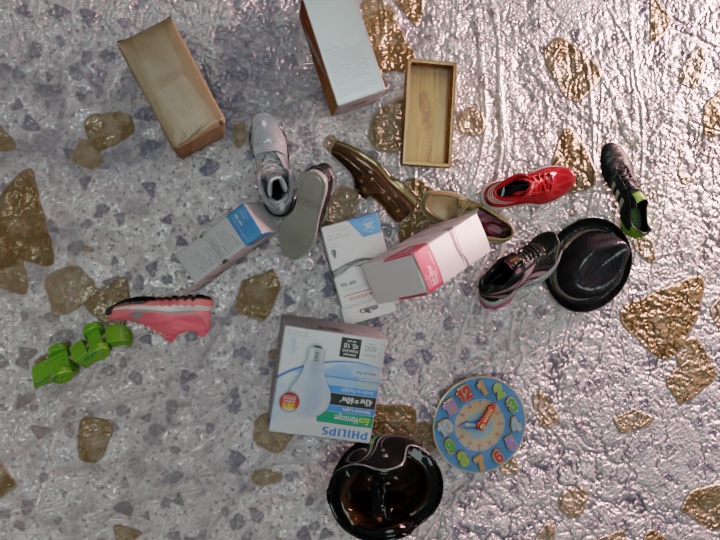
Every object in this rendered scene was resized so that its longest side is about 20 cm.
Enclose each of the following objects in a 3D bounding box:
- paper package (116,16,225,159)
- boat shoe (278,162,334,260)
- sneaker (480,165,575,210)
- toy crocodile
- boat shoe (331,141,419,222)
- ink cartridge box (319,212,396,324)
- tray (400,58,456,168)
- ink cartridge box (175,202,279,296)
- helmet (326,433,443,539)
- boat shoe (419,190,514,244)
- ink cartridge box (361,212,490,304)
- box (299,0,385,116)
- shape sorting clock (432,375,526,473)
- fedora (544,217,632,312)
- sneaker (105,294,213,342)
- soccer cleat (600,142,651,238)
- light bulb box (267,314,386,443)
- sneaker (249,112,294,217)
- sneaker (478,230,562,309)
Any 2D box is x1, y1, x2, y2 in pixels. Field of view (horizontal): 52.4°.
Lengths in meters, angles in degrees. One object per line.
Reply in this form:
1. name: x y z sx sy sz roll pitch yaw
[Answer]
1. paper package: -0.328 -0.314 1.295 0.103 0.191 0.202 -29 97 -9
2. boat shoe: -0.099 -0.110 1.366 0.073 0.060 0.202 25 125 10
3. sneaker: 0.343 -0.160 1.427 0.198 0.116 0.079 -18 95 -6
4. toy crocodile: -0.520 0.158 1.362 0.199 0.062 0.068 -31 57 -3
5. boat shoe: 0.021 -0.170 1.407 0.199 0.072 0.068 37 86 -10
6. ink cartridge box: 0.000 0.000 1.415 0.115 0.068 0.203 -16 95 -6
7. tray: 0.133 -0.306 1.434 0.097 0.037 0.203 3 92 -7
8. ink cartridge box: -0.257 -0.040 1.340 0.199 0.116 0.067 -35 90 10
9. helmet: 0.050 0.402 1.380 0.198 0.190 0.203 5 100 31
10. boat shoe: 0.213 -0.108 1.438 0.198 0.066 0.075 17 90 -8
11. ink cartridge box: 0.124 -0.023 1.350 0.199 0.146 0.084 -30 100 -39
12. box: -0.036 -0.406 1.362 0.096 0.124 0.202 -19 94 -6
13. shape sorting clock: 0.241 0.312 1.476 0.197 0.039 0.203 0 93 -7
14. fedora: 0.469 -0.009 1.462 0.198 0.092 0.204 0 93 -8
15. sneaker: -0.375 0.094 1.368 0.197 0.074 0.088 -2 94 -7
16. soccer cleat: 0.539 -0.163 1.470 0.067 0.081 0.202 -20 95 -6
17. light bulb box: -0.067 0.202 1.382 0.196 0.125 0.203 8 95 -8
18. sneaker: -0.162 -0.200 1.360 0.074 0.115 0.203 -10 94 -7
19. sneaker: 0.312 -0.006 1.431 0.200 0.086 0.080 -43 59 -4
